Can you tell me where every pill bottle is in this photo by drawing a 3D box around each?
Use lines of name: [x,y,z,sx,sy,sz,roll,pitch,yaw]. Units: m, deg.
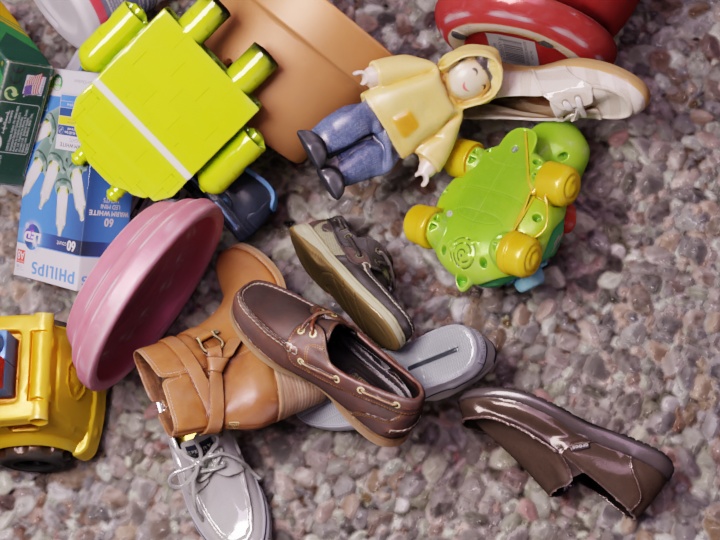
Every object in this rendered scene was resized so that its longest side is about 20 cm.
pill bottle: [-0.235,-0.326,1.452,0.119,0.120,0.200,42,68,19]

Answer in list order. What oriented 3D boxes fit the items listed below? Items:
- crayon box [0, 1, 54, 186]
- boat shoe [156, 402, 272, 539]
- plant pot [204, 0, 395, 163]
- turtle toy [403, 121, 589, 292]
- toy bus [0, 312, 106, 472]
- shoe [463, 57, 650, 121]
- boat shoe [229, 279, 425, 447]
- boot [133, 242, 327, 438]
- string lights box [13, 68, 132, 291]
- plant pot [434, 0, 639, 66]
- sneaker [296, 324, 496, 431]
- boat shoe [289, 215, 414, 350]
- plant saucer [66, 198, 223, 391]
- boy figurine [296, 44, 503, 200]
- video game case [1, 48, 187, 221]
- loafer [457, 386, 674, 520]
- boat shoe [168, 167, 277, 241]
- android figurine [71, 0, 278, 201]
crayon box: [-0.370,-0.185,1.396,0.200,0.050,0.128,46,123,46]
boat shoe: [-0.139,0.167,1.290,0.074,0.086,0.204,-22,69,1]
plant pot: [-0.069,-0.198,1.362,0.200,0.200,0.140,40,97,19]
turtle toy: [0.143,-0.061,1.318,0.145,0.101,0.201,20,71,39]
toy bus: [-0.352,0.102,1.291,0.198,0.192,0.137,-4,72,9]
shoe: [0.171,-0.158,1.315,0.198,0.070,0.054,10,66,33]
boat shoe: [-0.026,0.067,1.232,0.199,0.071,0.070,35,53,12]
boot: [-0.134,0.060,1.289,0.153,0.074,0.201,-12,48,-25]
string lights box: [-0.267,-0.087,1.357,0.102,0.059,0.202,11,96,40]
plant pot: [0.177,-0.283,1.344,0.198,0.200,0.184,13,80,13]
sneaker: [0.033,0.103,1.298,0.198,0.071,0.074,-17,70,26]
boat shoe: [0.000,0.000,1.305,0.064,0.074,0.200,-32,41,-12]
plant saucer: [-0.200,0.014,1.289,0.051,0.201,0.201,33,78,8]
boy figurine: [0.046,-0.137,1.291,0.199,0.064,0.125,-28,107,-4]
video game case: [-0.242,-0.136,1.446,0.181,0.022,0.201,24,77,16]
loafer: [0.172,0.161,1.252,0.198,0.073,0.072,20,75,15]
boat shoe: [-0.175,-0.100,1.369,0.199,0.084,0.069,32,82,19]
android figurine: [-0.173,-0.147,1.275,0.182,0.041,0.200,44,102,-9]
